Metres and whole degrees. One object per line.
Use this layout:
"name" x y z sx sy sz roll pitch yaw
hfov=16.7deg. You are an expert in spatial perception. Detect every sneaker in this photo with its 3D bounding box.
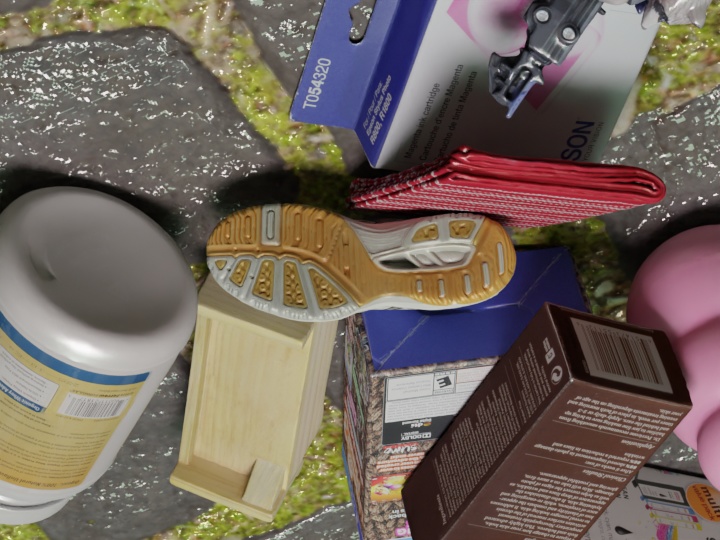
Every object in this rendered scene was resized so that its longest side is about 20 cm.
"sneaker" 0.000 0.000 1.594 0.199 0.076 0.088 4 175 1

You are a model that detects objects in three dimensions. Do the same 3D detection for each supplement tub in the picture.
"supplement tub" -0.205 0.059 1.602 0.144 0.145 0.200 15 133 -22

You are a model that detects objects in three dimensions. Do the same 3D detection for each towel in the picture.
"towel" 0.087 -0.050 1.528 0.144 0.023 0.200 6 174 -19

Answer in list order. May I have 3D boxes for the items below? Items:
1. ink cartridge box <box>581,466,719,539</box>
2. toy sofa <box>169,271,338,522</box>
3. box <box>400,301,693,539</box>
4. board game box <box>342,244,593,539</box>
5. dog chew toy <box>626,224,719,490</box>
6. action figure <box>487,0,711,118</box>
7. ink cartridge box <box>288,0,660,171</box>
"ink cartridge box" 0.199 0.245 1.847 0.199 0.148 0.145 12 134 -20
"toy sofa" -0.071 0.069 1.689 0.082 0.098 0.201 19 137 8
"box" 0.120 0.118 1.613 0.100 0.075 0.200 14 129 -28
"board game box" 0.073 0.092 1.697 0.159 0.097 0.201 -6 137 -8
"dog chew toy" 0.248 0.066 1.622 0.124 0.201 0.125 -6 139 -6
"action figure" 0.112 -0.182 1.381 0.193 0.105 0.201 25 98 -9
"ink cartridge box" 0.074 -0.136 1.505 0.199 0.043 0.197 5 136 -14
